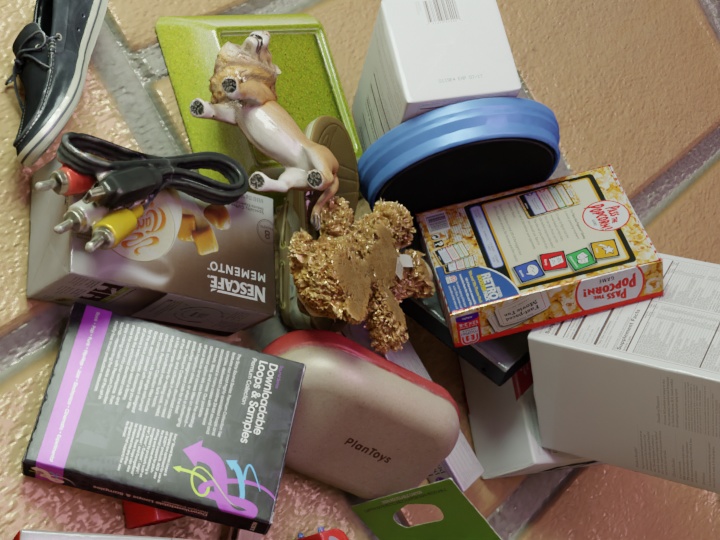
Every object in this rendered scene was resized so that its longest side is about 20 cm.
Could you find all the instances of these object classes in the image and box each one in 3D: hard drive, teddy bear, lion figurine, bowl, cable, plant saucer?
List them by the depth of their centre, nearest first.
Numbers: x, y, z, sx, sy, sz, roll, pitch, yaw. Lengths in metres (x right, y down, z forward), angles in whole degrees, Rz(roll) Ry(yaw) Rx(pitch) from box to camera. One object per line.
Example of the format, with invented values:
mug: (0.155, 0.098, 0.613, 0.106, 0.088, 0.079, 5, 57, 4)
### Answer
cable: (-0.178, -0.072, 1.125, 0.097, 0.050, 0.200, 51, 31, 13)
lion figurine: (-0.073, -0.120, 1.216, 0.201, 0.072, 0.122, 56, 21, 8)
teddy bear: (0.000, 0.000, 1.225, 0.146, 0.066, 0.200, 59, 32, -16)
bowl: (0.095, -0.097, 1.320, 0.200, 0.200, 0.040, 5, 62, -40)
plant saucer: (-0.081, -0.162, 1.337, 0.199, 0.048, 0.201, -11, 81, -44)
hard drive: (0.098, 0.014, 1.371, 0.200, 0.033, 0.139, 38, 44, 17)

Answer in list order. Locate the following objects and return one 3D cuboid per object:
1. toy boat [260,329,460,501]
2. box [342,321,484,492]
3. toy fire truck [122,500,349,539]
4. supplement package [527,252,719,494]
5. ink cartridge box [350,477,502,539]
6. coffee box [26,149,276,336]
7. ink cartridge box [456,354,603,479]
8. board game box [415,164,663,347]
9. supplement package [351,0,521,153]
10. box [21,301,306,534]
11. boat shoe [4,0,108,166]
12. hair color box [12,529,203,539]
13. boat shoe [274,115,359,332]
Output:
toy boat: (-0.012, 0.113, 1.259, 0.199, 0.131, 0.131, 29, 26, -31)
box: (0.050, 0.124, 1.345, 0.041, 0.039, 0.201, -36, 99, -42)
toy fire truck: (-0.093, 0.230, 1.169, 0.199, 0.049, 0.142, -6, 77, -43)
supplement package: (0.282, 0.088, 1.305, 0.151, 0.199, 0.153, -53, 144, -38)
ink cartridge box: (0.078, 0.292, 1.229, 0.200, 0.147, 0.076, 51, 49, -13)
coffee box: (-0.174, -0.020, 1.175, 0.199, 0.079, 0.115, 15, 64, -37)
ink cartridge box: (0.207, 0.132, 1.450, 0.199, 0.083, 0.146, 0, 73, -40)
board game box: (0.164, -0.017, 1.301, 0.152, 0.198, 0.047, -105, -179, -49)
supplement package: (0.066, -0.165, 1.339, 0.113, 0.200, 0.110, -8, 69, -13)
box: (-0.153, 0.118, 1.110, 0.198, 0.036, 0.144, 15, 59, -4)
boat shoe: (-0.263, -0.172, 1.164, 0.062, 0.074, 0.201, 26, 52, -25)
hair color box: (-0.164, 0.253, 1.044, 0.198, 0.061, 0.102, 8, 70, -18)
boat shoe: (-0.048, -0.042, 1.284, 0.074, 0.066, 0.202, 12, 78, -45)
